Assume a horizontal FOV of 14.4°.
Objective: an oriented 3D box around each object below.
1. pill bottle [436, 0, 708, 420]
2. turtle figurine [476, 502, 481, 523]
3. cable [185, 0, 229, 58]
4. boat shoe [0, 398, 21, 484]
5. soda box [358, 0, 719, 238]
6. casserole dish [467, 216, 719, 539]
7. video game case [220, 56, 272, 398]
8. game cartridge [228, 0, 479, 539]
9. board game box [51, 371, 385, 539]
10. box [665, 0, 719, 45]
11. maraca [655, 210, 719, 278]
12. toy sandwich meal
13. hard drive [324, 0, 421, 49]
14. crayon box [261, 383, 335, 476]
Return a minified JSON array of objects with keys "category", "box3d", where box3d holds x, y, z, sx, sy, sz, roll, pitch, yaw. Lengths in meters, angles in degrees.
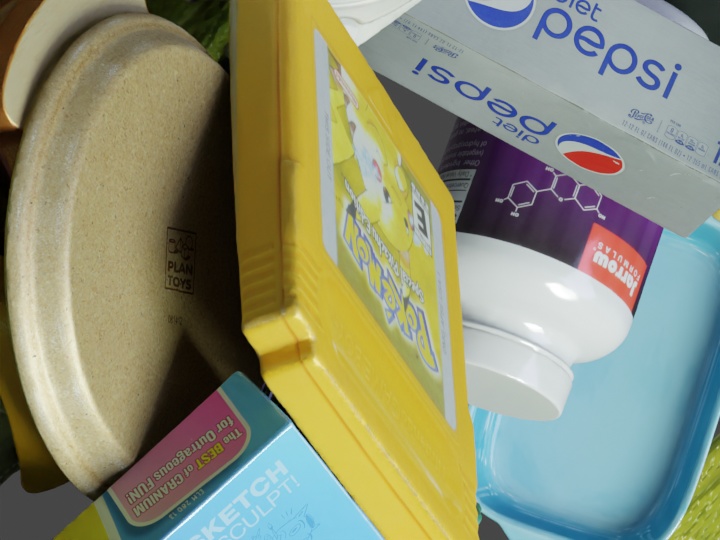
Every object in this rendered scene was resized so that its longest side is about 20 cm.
[{"category":"pill bottle","box3d":[0.091,-0.034,1.359,0.112,0.112,0.200,39,65,-50]},{"category":"turtle figurine","box3d":[0.063,0.220,1.386,0.200,0.101,0.150,59,34,-22]},{"category":"cable","box3d":[0.011,-0.170,1.198,0.200,0.050,0.097,-29,118,-9]},{"category":"boat shoe","box3d":[-0.133,0.036,1.105,0.200,0.062,0.072,-56,137,-31]},{"category":"soda box","box3d":[0.083,-0.095,1.275,0.063,0.200,0.068,-64,-175,-22]},{"category":"casserole dish","box3d":[0.123,0.051,1.425,0.039,0.121,0.200,43,65,-81]},{"category":"video game case","box3d":[-0.057,0.012,1.245,0.200,0.019,0.143,-62,140,-26]},{"category":"game cartridge","box3d":[0.000,0.000,1.105,0.176,0.032,0.200,55,22,-45]},{"category":"board game box","box3d":[-0.075,0.154,1.044,0.200,0.040,0.153,-42,133,-7]},{"category":"box","box3d":[0.180,-0.221,1.396,0.200,0.124,0.149,48,33,-46]},{"category":"maraca","box3d":[0.183,-0.059,1.494,0.137,0.107,0.200,-35,106,-46]},{"category":"toy sandwich meal","box3d":[-0.099,-0.008,1.057,0.205,0.070,0.205,-1,91,-64]},{"category":"hard drive","box3d":[-0.032,-0.179,1.099,0.200,0.140,0.038,41,28,-30]},{"category":"crayon box","box3d":[-0.028,0.120,1.187,0.126,0.052,0.200,-65,170,-47]}]
